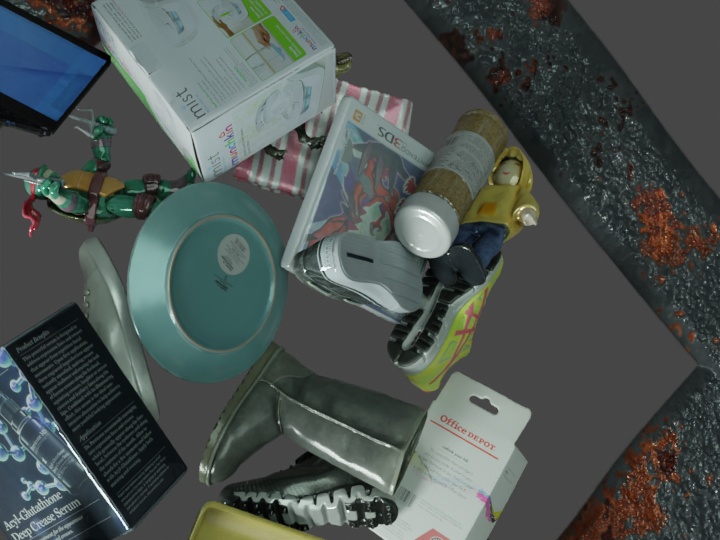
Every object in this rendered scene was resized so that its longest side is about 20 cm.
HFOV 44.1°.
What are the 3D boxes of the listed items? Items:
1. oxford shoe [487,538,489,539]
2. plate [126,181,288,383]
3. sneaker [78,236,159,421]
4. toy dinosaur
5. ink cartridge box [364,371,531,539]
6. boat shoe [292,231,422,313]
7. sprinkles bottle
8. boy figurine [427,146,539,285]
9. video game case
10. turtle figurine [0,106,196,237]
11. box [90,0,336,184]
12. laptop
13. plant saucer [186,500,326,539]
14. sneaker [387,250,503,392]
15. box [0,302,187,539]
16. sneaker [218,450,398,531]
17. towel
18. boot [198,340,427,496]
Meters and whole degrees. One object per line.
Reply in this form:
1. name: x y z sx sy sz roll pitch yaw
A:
1. oxford shoe: 0.152 0.366 1.027 0.075 0.070 0.200 -45 95 -5
2. plate: -0.143 0.013 0.900 0.197 0.025 0.206 -2 93 -44
3. sneaker: -0.272 0.070 0.915 0.083 0.073 0.205 -16 92 -19
4. toy dinosaur: -0.086 -0.169 0.976 0.197 0.048 0.089 -27 82 -15
5. ink cartridge box: 0.106 0.230 0.992 0.202 0.115 0.068 -57 146 -11
6. boat shoe: 0.000 0.000 0.947 0.199 0.070 0.074 26 62 -55
7. sprinkles bottle: 0.105 -0.102 0.997 0.068 0.068 0.201 42 49 -10
8. boy figurine: 0.156 -0.067 1.033 0.201 0.123 0.065 -53 127 -33
9. video game case: 0.016 -0.063 1.007 0.180 0.023 0.204 27 78 -35
10. turtle figurine: -0.272 -0.092 0.918 0.195 0.102 0.152 10 43 -11
11. box: -0.149 -0.225 0.921 0.175 0.097 0.201 -35 68 -16
12. laptop: -0.359 -0.212 0.840 0.174 0.200 0.105 26 93 1
13. plant saucer: -0.132 0.355 0.926 0.198 0.048 0.204 31 76 -36
14. sneaker: 0.106 0.055 1.040 0.201 0.077 0.091 -50 132 -23
15. box: -0.291 0.163 0.851 0.147 0.107 0.202 -31 96 28
16. sneaker: -0.056 0.235 0.977 0.195 0.067 0.092 -3 43 4
17. towel: -0.039 -0.151 1.025 0.196 0.030 0.150 14 83 -16
18. boot: -0.049 0.184 0.938 0.197 0.073 0.184 29 72 8
